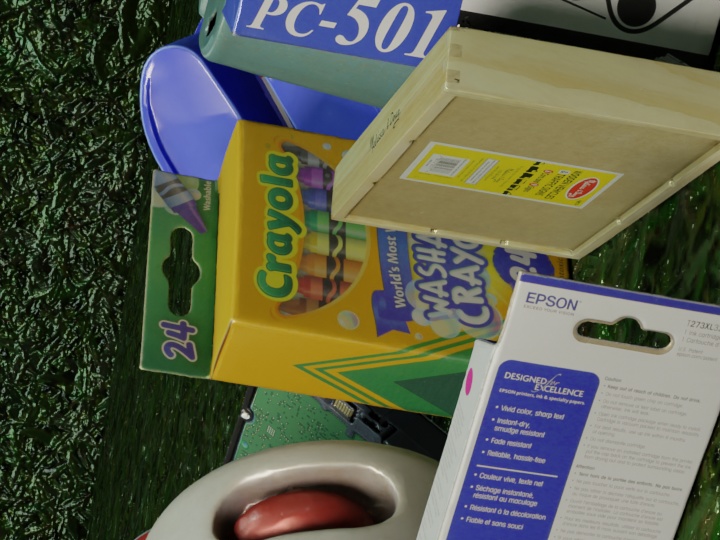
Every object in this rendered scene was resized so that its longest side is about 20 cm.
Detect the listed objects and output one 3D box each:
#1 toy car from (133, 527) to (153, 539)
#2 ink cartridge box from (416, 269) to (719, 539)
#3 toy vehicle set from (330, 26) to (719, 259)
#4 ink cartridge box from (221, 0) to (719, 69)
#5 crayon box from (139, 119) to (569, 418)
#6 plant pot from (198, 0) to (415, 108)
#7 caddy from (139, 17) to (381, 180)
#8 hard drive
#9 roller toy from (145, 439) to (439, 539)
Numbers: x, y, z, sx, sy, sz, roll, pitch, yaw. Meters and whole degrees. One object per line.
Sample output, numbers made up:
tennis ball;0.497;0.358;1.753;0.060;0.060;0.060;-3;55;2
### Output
toy car;-0.094;0.205;1.170;0.200;0.184;0.177;24;136;69
ink cartridge box;0.078;0.088;0.836;0.037;0.095;0.200;-101;23;-60
toy vehicle set;0.069;-0.049;0.908;0.200;0.124;0.027;137;141;-71
ink cartridge box;0.051;-0.128;0.869;0.044;0.200;0.094;-113;35;-67
crayon box;0.000;0.000;1.013;0.052;0.200;0.126;114;161;-49
plant pot;0.033;-0.155;0.991;0.200;0.196;0.201;-170;90;-79
caddy;-0.026;-0.071;1.150;0.200;0.141;0.105;60;-157;4
hard drive;-0.016;0.139;1.172;0.038;0.140;0.200;-35;-26;-41
roller toy;-0.015;0.182;0.977;0.182;0.200;0.140;-47;31;31
